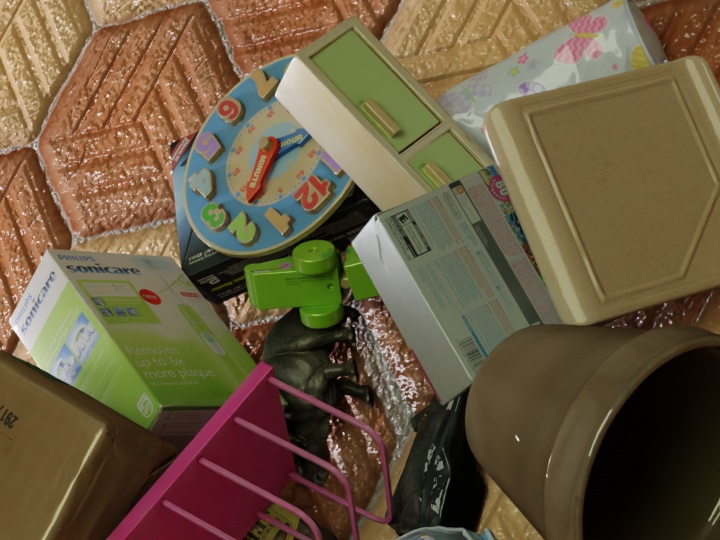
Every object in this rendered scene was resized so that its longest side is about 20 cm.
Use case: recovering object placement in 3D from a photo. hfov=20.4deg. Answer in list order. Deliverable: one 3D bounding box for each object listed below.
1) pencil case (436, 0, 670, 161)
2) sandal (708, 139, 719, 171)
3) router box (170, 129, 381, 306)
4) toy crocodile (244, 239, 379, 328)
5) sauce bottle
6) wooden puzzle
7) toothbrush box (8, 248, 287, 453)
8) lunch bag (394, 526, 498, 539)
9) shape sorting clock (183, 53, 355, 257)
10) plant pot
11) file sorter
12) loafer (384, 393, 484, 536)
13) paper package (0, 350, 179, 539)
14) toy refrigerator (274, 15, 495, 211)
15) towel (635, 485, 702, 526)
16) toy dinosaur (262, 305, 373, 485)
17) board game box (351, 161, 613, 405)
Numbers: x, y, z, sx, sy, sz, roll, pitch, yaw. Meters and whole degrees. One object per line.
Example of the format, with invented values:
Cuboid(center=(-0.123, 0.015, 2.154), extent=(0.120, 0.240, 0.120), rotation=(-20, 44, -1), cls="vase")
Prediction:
Cuboid(center=(0.161, -0.150, 1.679), extent=(0.199, 0.083, 0.091), rotation=(-29, 58, 18), cls="pencil case")
Cuboid(center=(0.223, -0.064, 1.623), extent=(0.198, 0.054, 0.081), rotation=(-7, 83, 23), cls="sandal")
Cuboid(center=(-0.072, -0.076, 1.794), extent=(0.199, 0.062, 0.151), rotation=(-23, 56, 21), cls="router box")
Cuboid(center=(0.000, 0.000, 1.696), extent=(0.198, 0.068, 0.062), rotation=(-9, 28, 8), cls="toy crocodile")
Cuboid(center=(-0.062, 0.229, 1.677), extent=(0.199, 0.065, 0.065), rotation=(28, 87, 34), cls="sauce bottle")
Cuboid(center=(0.211, -0.061, 1.544), extent=(0.198, 0.037, 0.186), rotation=(-16, 75, -20), cls="wooden puzzle")
Cuboid(center=(-0.180, 0.078, 1.685), extent=(0.200, 0.145, 0.086), rotation=(48, 119, 34), cls="toothbrush box")
Cuboid(center=(0.057, 0.286, 1.518), extent=(0.200, 0.169, 0.127), rotation=(-42, 56, 9), cls="lunch bag")
Cuboid(center=(-0.075, -0.104, 1.744), extent=(0.198, 0.039, 0.202), rotation=(-15, 59, 26), cls="shape sorting clock")
Cuboid(center=(0.171, 0.117, 1.417), extent=(0.173, 0.199, 0.201), rotation=(26, 86, 49), cls="plant pot")
Cuboid(center=(-0.078, 0.205, 1.563), extent=(0.125, 0.140, 0.200), rotation=(24, 55, 26), cls="file sorter")
Cuboid(center=(0.070, 0.126, 1.636), extent=(0.072, 0.073, 0.202), rotation=(9, 75, 38), cls="loafer")
Cuboid(center=(-0.271, 0.174, 1.555), extent=(0.199, 0.103, 0.192), rotation=(23, 83, 36), cls="paper package")
Cuboid(center=(0.029, -0.109, 1.651), extent=(0.076, 0.070, 0.200), rotation=(-36, 79, -33), cls="toy refrigerator")
Cuboid(center=(0.246, 0.234, 1.449), extent=(0.199, 0.023, 0.144), rotation=(-37, 67, 3), cls="towel")
Cuboid(center=(-0.047, 0.080, 1.720), extent=(0.101, 0.077, 0.202), rotation=(-15, 68, 11), cls="toy dinosaur")
Cuboid(center=(0.115, -0.005, 1.536), extent=(0.199, 0.064, 0.148), rotation=(-23, 78, -27), cls="board game box")
